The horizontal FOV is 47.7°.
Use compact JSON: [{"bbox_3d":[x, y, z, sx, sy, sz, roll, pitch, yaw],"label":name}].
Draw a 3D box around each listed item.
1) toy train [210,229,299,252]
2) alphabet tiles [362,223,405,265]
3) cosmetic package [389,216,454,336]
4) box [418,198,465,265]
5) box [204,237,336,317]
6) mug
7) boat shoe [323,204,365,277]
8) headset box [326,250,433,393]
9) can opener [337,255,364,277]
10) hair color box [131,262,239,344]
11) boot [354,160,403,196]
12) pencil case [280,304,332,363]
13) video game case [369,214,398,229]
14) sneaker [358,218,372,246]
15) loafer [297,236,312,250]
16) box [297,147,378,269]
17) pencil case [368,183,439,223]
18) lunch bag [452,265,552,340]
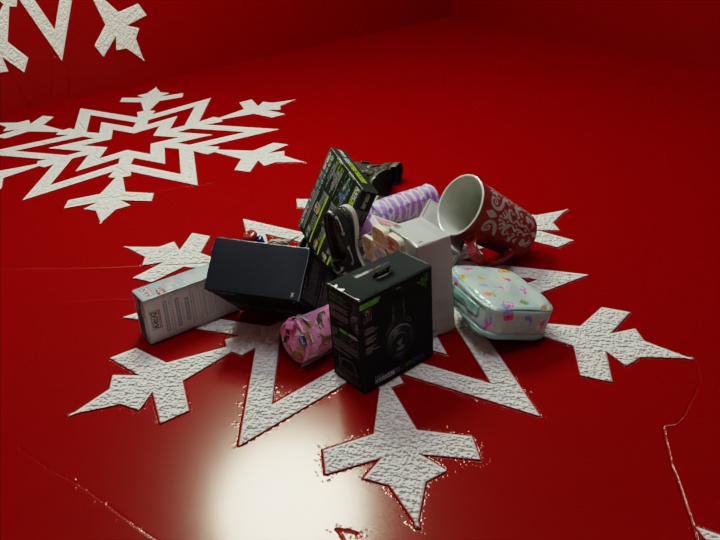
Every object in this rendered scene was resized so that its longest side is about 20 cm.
[{"bbox_3d":[-0.230,-0.023,1.768,0.197,0.085,0.117,-12,39,8],"label":"toy train"},{"bbox_3d":[0.058,0.016,1.551,0.014,0.203,0.195,-20,33,-25],"label":"alphabet tiles"},{"bbox_3d":[0.117,0.014,1.547,0.080,0.203,0.113,-16,31,-22],"label":"cosmetic package"},{"bbox_3d":[0.171,-0.077,1.791,0.116,0.061,0.200,29,26,0],"label":"box"},{"bbox_3d":[-0.169,0.020,1.576,0.197,0.106,0.182,7,-13,17],"label":"box"},{"bbox_3d":[0.272,-0.088,1.753,0.198,0.180,0.133,21,-7,-37],"label":"mug"},{"bbox_3d":[-0.032,-0.027,1.613,0.060,0.203,0.073,-20,20,-40],"label":"boat shoe"},{"bbox_3d":[0.038,0.081,1.434,0.173,0.203,0.092,-23,33,-34],"label":"headset box"},{"bbox_3d":[0.000,0.000,1.749,0.052,0.067,0.200,21,45,34],"label":"can opener"},{"bbox_3d":[-0.346,0.060,1.627,0.198,0.100,0.060,-22,33,-30],"label":"hair color box"},{"bbox_3d":[0.009,-0.255,2.217,0.172,0.070,0.200,7,22,24],"label":"boot"},{"bbox_3d":[-0.050,0.099,1.524,0.198,0.087,0.083,-22,68,-34],"label":"pencil case"},{"bbox_3d":[0.108,-0.058,1.812,0.141,0.018,0.200,18,21,-23],"label":"video game case"},{"bbox_3d":[-0.015,-0.112,1.828,0.072,0.115,0.200,-28,2,-9],"label":"sneaker"},{"bbox_3d":[-0.143,-0.016,1.759,0.068,0.071,0.201,-27,13,33],"label":"loafer"},{"bbox_3d":[-0.053,-0.128,1.724,0.047,0.202,0.194,9,28,-33],"label":"box"},{"bbox_3d":[0.100,-0.146,1.967,0.198,0.087,0.084,-21,8,-26],"label":"pencil case"},{"bbox_3d":[0.254,0.060,1.550,0.158,0.078,0.200,0,24,-22],"label":"lunch bag"}]
